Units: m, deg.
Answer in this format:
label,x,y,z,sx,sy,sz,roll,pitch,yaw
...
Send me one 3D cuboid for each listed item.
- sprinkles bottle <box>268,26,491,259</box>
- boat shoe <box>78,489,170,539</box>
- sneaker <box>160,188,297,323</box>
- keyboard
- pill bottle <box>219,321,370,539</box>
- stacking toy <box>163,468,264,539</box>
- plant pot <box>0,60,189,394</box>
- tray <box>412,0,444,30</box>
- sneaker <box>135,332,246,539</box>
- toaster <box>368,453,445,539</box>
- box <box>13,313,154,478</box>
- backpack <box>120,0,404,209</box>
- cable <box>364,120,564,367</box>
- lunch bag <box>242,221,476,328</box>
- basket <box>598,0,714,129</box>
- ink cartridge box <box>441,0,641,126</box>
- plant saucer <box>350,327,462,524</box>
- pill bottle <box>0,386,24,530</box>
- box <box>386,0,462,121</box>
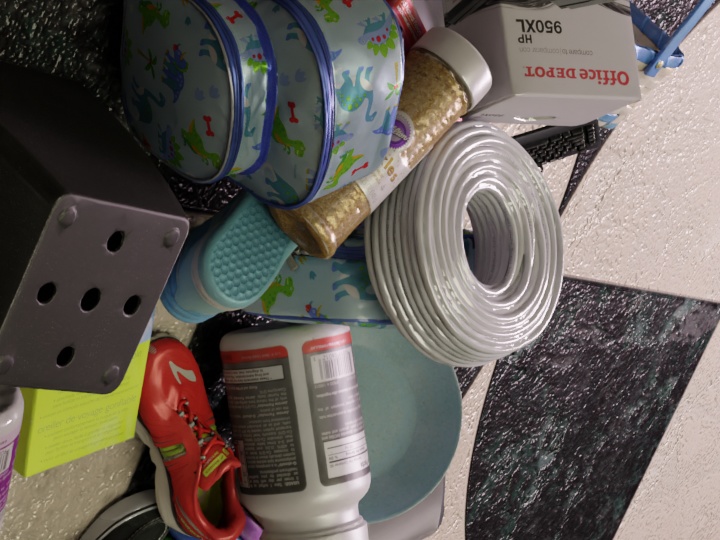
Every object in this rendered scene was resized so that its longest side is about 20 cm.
label,x,y,z,sx,sy,sz,roll,pitch,yaw
sprinkles bottle,0.016,-0.100,1.506,0.200,0.068,0.068,-47,145,-17
boat shoe,-0.224,0.268,1.658,0.199,0.068,0.074,-36,141,-31
sneaker,-0.094,-0.036,1.566,0.080,0.130,0.200,51,54,-12
keyboard,0.123,-0.091,1.768,0.198,0.021,0.127,-16,165,4
pill bottle,-0.053,0.146,1.673,0.115,0.115,0.202,-10,93,-49
stacking toy,-0.164,0.265,1.739,0.200,0.085,0.086,-45,145,-8
plant pot,-0.238,-0.019,1.312,0.199,0.177,0.201,12,108,-55
tray,0.065,-0.200,1.672,0.200,0.022,0.108,56,29,-55
sneaker,-0.137,0.143,1.639,0.077,0.085,0.202,-33,122,-31
toaster,0.007,0.194,1.866,0.129,0.113,0.202,-30,138,-33
box,-0.217,0.053,1.513,0.121,0.047,0.202,-18,130,-46
backpack,-0.076,-0.142,1.405,0.146,0.199,0.185,-26,136,-40
cable,0.087,-0.021,1.587,0.200,0.069,0.201,-48,120,-42
lunch bag,0.000,0.000,1.662,0.199,0.160,0.083,-6,98,-48
basket,0.222,-0.240,1.747,0.138,0.176,0.201,10,119,-52
ink cartridge box,0.146,-0.229,1.616,0.143,0.084,0.202,-2,81,-33
plant saucer,-0.007,0.129,1.766,0.202,0.201,0.039,-51,-177,-10
pill bottle,-0.315,0.169,1.419,0.112,0.112,0.202,-13,127,-47
box,0.007,-0.153,1.601,0.100,0.095,0.200,-51,146,-12
